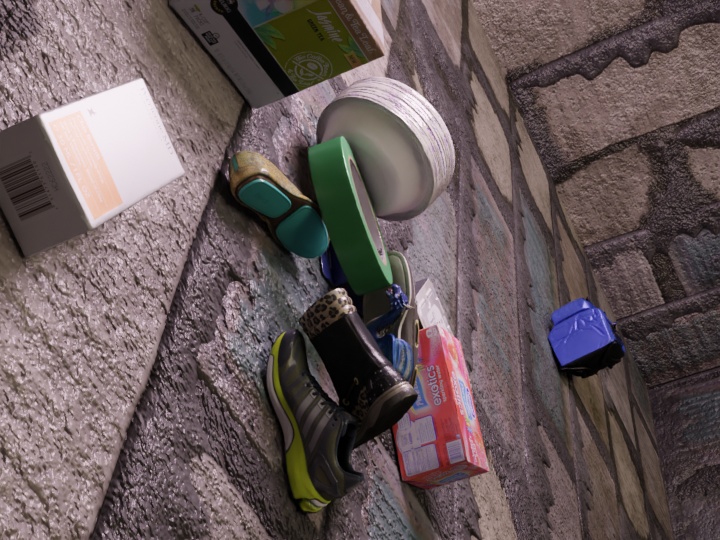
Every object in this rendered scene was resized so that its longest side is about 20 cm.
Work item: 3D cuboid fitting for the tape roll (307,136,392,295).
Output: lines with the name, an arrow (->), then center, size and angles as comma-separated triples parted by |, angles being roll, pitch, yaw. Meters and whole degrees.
tape roll -> -0.012, -0.070, 1.453 | 0.200, 0.048, 0.202 | -18, 90, -83

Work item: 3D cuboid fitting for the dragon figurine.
dragon figurine -> 0.030, 0.116, 1.460 | 0.059, 0.099, 0.202 | 32, 48, -61

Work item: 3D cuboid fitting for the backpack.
backpack -> 0.561, 0.167, 2.781 | 0.200, 0.161, 0.169 | 34, 37, -58

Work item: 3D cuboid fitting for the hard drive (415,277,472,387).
hard drive -> 0.120, 0.124, 1.799 | 0.202, 0.038, 0.140 | 67, 19, -8

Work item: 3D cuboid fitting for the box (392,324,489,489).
box -> 0.100, 0.192, 1.583 | 0.095, 0.102, 0.202 | 36, 37, -59

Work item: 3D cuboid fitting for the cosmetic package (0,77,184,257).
cosmetic package -> -0.236, -0.094, 0.979 | 0.102, 0.071, 0.200 | 66, 19, -12

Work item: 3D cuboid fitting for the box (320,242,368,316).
box -> 0.000, 0.000, 1.598 | 0.200, 0.032, 0.122 | 46, 31, -49

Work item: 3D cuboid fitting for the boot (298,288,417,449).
boot -> -0.014, 0.118, 1.304 | 0.154, 0.073, 0.204 | 57, -25, 12

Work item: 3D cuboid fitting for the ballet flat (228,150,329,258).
ballet flat -> -0.097, -0.083, 1.367 | 0.200, 0.070, 0.071 | 43, 33, -54

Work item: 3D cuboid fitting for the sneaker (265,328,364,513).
sneaker -> -0.046, 0.158, 1.243 | 0.074, 0.080, 0.202 | 17, 55, -67

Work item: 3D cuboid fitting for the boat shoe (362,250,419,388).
boat shoe -> 0.045, 0.077, 1.540 | 0.060, 0.071, 0.203 | 15, 77, -58

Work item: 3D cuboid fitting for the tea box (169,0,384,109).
tea box -> -0.099, -0.338, 1.397 | 0.200, 0.195, 0.135 | 48, 29, -46

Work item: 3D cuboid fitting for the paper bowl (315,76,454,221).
paper bowl -> 0.023, -0.158, 1.575 | 0.104, 0.200, 0.202 | -44, 117, -36
